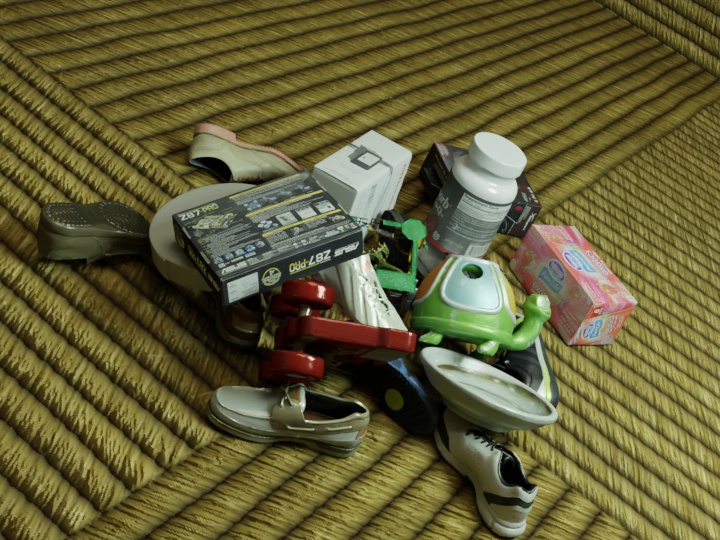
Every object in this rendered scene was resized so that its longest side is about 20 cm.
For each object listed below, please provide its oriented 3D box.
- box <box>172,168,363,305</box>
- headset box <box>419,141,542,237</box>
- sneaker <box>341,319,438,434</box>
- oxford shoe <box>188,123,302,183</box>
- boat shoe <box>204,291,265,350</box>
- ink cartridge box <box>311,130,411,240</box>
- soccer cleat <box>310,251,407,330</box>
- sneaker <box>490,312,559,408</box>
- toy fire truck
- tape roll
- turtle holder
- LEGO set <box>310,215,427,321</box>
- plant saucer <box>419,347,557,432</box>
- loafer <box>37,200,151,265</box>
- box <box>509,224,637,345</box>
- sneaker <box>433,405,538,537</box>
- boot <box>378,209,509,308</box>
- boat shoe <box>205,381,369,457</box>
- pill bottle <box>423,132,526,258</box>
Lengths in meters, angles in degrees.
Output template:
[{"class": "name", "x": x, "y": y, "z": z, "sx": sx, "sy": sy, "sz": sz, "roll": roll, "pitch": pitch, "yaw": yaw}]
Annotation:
[{"class": "box", "x": -0.119, "y": -0.047, "z": 1.415, "sx": 0.199, "sy": 0.049, "sz": 0.161, "roll": -21, "pitch": 44, "yaw": -22}, {"class": "headset box", "x": 0.204, "y": -0.146, "z": 1.987, "sx": 0.198, "sy": 0.075, "sz": 0.149, "roll": 10, "pitch": 36, "yaw": -24}, {"class": "sneaker", "x": 0.043, "y": 0.134, "z": 1.492, "sx": 0.200, "sy": 0.066, "sz": 0.078, "roll": 42, "pitch": 33, "yaw": 24}, {"class": "oxford shoe", "x": -0.181, "y": -0.160, "z": 1.769, "sx": 0.198, "sy": 0.071, "sz": 0.074, "roll": 21, "pitch": 58, "yaw": -10}, {"class": "boat shoe", "x": -0.166, "y": 0.018, "z": 1.501, "sx": 0.075, "sy": 0.074, "sz": 0.201, "roll": 6, "pitch": 38, "yaw": -29}, {"class": "ink cartridge box", "x": -0.013, "y": -0.114, "z": 1.726, "sx": 0.083, "sy": 0.146, "sz": 0.200, "roll": 29, "pitch": 32, "yaw": 14}, {"class": "soccer cleat", "x": 0.000, "y": 0.022, "z": 1.470, "sx": 0.200, "sy": 0.078, "sz": 0.069, "roll": 46, "pitch": 20, "yaw": 8}, {"class": "sneaker", "x": 0.224, "y": 0.130, "z": 1.617, "sx": 0.082, "sy": 0.072, "sz": 0.201, "roll": 7, "pitch": 36, "yaw": -22}, {"class": "toy fire truck", "x": -0.032, "y": 0.091, "z": 1.382, "sx": 0.166, "sy": 0.200, "sz": 0.113, "roll": 12, "pitch": 75, "yaw": -12}, {"class": "tape roll", "x": -0.182, "y": -0.047, "z": 1.486, "sx": 0.201, "sy": 0.037, "sz": 0.204, "roll": -1, "pitch": 39, "yaw": 1}, {"class": "turtle holder", "x": 0.165, "y": 0.053, "z": 1.565, "sx": 0.184, "sy": 0.133, "sz": 0.141, "roll": 7, "pitch": -9, "yaw": 25}, {"class": "LEGO set", "x": 0.000, "y": 0.000, "z": 1.597, "sx": 0.198, "sy": 0.116, "sz": 0.155, "roll": 2, "pitch": 58, "yaw": -11}, {"class": "plant saucer", "x": 0.162, "y": 0.168, "z": 1.473, "sx": 0.199, "sy": 0.051, "sz": 0.200, "roll": 23, "pitch": 9, "yaw": -4}, {"class": "loafer", "x": -0.353, "y": -0.048, "z": 1.478, "sx": 0.199, "sy": 0.068, "sz": 0.076, "roll": 7, "pitch": 37, "yaw": -54}, {"class": "box", "x": 0.346, "y": 0.022, "z": 1.832, "sx": 0.102, "sy": 0.095, "sz": 0.201, "roll": 1, "pitch": 40, "yaw": -32}, {"class": "sneaker", "x": 0.164, "y": 0.239, "z": 1.417, "sx": 0.073, "sy": 0.080, "sz": 0.200, "roll": -3, "pitch": 41, "yaw": -34}, {"class": "boot", "x": 0.128, "y": -0.012, "z": 1.739, "sx": 0.157, "sy": 0.080, "sz": 0.212, "roll": -7, "pitch": 55, "yaw": -31}, {"class": "boat shoe", "x": -0.085, "y": 0.168, "z": 1.351, "sx": 0.198, "sy": 0.069, "sz": 0.075, "roll": 13, "pitch": 37, "yaw": -17}, {"class": "pill bottle", "x": 0.187, "y": -0.117, "z": 1.817, "sx": 0.115, "sy": 0.201, "sz": 0.116, "roll": 18, "pitch": 33, "yaw": -12}]
